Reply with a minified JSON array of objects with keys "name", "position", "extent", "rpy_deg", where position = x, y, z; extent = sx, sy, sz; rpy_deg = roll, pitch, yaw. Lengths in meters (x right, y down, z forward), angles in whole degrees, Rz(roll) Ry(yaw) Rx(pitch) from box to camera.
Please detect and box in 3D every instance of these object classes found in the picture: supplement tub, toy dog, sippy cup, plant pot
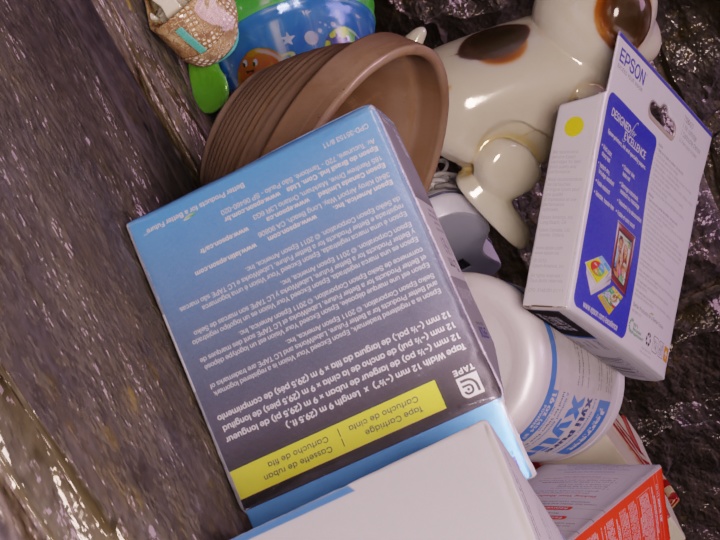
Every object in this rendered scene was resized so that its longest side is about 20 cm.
[{"name":"supplement tub","position":[0.108,0.076,1.132],"extent":[0.200,0.132,0.132],"rpy_deg":[16,48,-61]},{"name":"toy dog","position":[0.132,-0.153,1.125],"extent":[0.194,0.200,0.140],"rpy_deg":[43,14,-26]},{"name":"sippy cup","position":[-0.038,-0.129,1.130],"extent":[0.140,0.178,0.131],"rpy_deg":[103,-29,-66]},{"name":"plant pot","position":[-0.035,-0.065,0.956],"extent":[0.093,0.201,0.201],"rpy_deg":[28,-8,24]}]

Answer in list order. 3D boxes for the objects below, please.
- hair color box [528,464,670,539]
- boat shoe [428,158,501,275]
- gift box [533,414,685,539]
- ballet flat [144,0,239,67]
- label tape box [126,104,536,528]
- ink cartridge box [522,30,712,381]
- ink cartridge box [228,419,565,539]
[{"name":"hair color box","position":[0.136,0.191,1.065],"extent":[0.200,0.101,0.061],"rpy_deg":[-17,101,-57]},{"name":"boat shoe","position":[0.065,-0.047,1.208],"extent":[0.086,0.075,0.202],"rpy_deg":[67,10,16]},{"name":"gift box","position":[0.164,0.199,1.339],"extent":[0.187,0.184,0.200],"rpy_deg":[51,17,-26]},{"name":"ballet flat","position":[-0.137,-0.233,1.063],"extent":[0.065,0.070,0.200],"rpy_deg":[25,35,-54]},{"name":"label tape box","position":[-0.012,0.038,0.773],"extent":[0.200,0.143,0.066],"rpy_deg":[66,9,7]},{"name":"ink cartridge box","position":[0.188,-0.041,1.094],"extent":[0.198,0.047,0.200],"rpy_deg":[31,67,-54]},{"name":"ink cartridge box","position":[0.037,0.176,0.683],"extent":[0.200,0.144,0.085],"rpy_deg":[57,10,-44]}]
